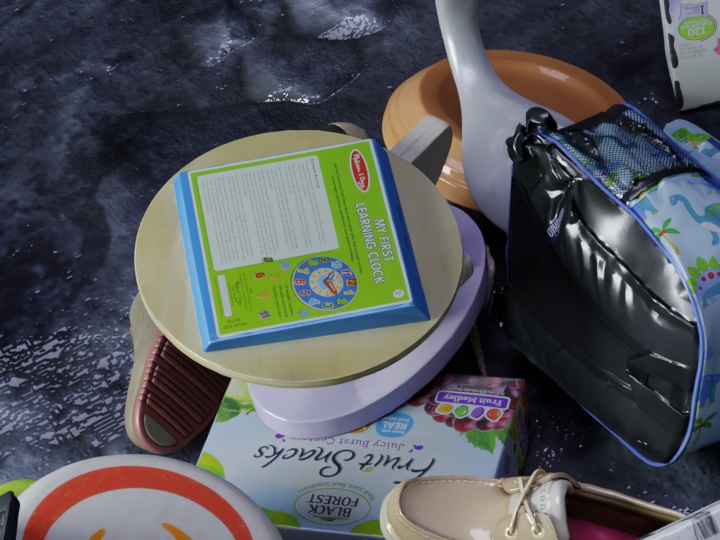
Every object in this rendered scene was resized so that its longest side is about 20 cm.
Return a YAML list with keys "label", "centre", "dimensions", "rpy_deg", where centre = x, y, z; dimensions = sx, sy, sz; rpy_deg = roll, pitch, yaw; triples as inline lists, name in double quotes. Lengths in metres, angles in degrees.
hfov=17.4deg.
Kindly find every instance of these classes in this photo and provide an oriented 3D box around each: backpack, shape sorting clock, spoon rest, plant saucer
- label: "backpack"
  centre: [0.194, 0.008, 1.494]
  dimensions: [0.146, 0.184, 0.200]
  rpy_deg: [-18, 44, -25]
- label: "shape sorting clock"
  centre: [-0.037, -0.008, 1.425]
  dimensions: [0.198, 0.039, 0.201]
  rpy_deg: [-2, 50, 3]
- label: "spoon rest"
  centre: [0.102, -0.108, 1.617]
  dimensions: [0.099, 0.061, 0.201]
  rpy_deg: [-16, 71, -17]
- label: "plant saucer"
  centre: [0.116, -0.104, 1.694]
  dimensions: [0.199, 0.038, 0.201]
  rpy_deg: [6, 34, -4]

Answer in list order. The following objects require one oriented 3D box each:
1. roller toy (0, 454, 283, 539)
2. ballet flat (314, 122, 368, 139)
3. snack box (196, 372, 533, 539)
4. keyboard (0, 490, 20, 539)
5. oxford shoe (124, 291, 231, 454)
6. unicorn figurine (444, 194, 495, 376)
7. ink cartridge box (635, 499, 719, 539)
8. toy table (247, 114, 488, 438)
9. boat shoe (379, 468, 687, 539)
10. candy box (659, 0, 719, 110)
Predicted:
- label: "roller toy"
  centre: [-0.134, 0.216, 1.383]
  dimensions: [0.181, 0.140, 0.201]
  rpy_deg: [-2, 43, -16]
- label: "ballet flat"
  centre: [-0.039, -0.049, 1.688]
  dimensions: [0.057, 0.067, 0.200]
  rpy_deg: [-22, 17, 39]
- label: "snack box"
  centre: [-0.001, 0.129, 1.517]
  dimensions: [0.199, 0.053, 0.143]
  rpy_deg: [3, 47, 18]
- label: "keyboard"
  centre: [-0.252, 0.191, 1.329]
  dimensions: [0.039, 0.200, 0.105]
  rpy_deg: [16, 63, -27]
- label: "oxford shoe"
  centre: [-0.129, 0.051, 1.643]
  dimensions: [0.074, 0.071, 0.201]
  rpy_deg: [-19, 36, 36]
- label: "unicorn figurine"
  centre: [0.045, -0.028, 1.654]
  dimensions: [0.136, 0.074, 0.201]
  rpy_deg: [5, 46, 22]
- label: "ink cartridge box"
  centre: [0.215, 0.190, 1.340]
  dimensions: [0.199, 0.068, 0.117]
  rpy_deg: [-23, 84, -9]
- label: "toy table"
  centre: [0.000, 0.000, 1.516]
  dimensions: [0.183, 0.118, 0.200]
  rpy_deg: [17, 55, 24]
- label: "boat shoe"
  centre: [0.113, 0.150, 1.403]
  dimensions: [0.199, 0.069, 0.074]
  rpy_deg: [11, 50, -4]
- label: "candy box"
  centre: [0.296, -0.223, 1.695]
  dimensions: [0.167, 0.201, 0.072]
  rpy_deg: [-10, 43, 6]
